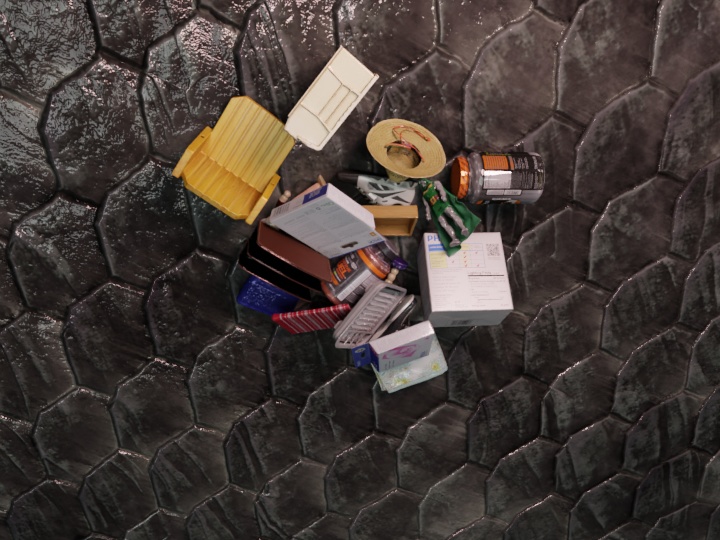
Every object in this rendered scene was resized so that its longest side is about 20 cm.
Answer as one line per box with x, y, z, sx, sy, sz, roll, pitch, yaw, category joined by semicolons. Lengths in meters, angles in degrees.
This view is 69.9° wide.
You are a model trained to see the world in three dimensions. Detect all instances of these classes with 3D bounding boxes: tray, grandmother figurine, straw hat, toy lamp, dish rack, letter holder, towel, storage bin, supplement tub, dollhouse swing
0.033;-0.121;1.252;0.198;0.099;0.037;0;68;-5;tray
-0.158;-0.143;1.247;0.199;0.061;0.122;-29;119;9;grandmother figurine
0.095;-0.251;1.183;0.199;0.202;0.085;11;140;-9;straw hat
0.057;0.060;1.344;0.058;0.058;0.201;21;108;-13;toy lamp
0.017;0.104;1.262;0.044;0.171;0.200;44;101;25;dish rack
-0.174;-0.005;1.201;0.199;0.142;0.101;29;107;-22;letter holder
-0.208;0.024;1.315;0.147;0.050;0.201;27;106;-22;towel
0.125;0.238;1.425;0.199;0.048;0.172;-22;112;3;towel
-0.067;-0.361;1.091;0.093;0.200;0.199;37;104;-16;storage bin
0.321;-0.219;1.223;0.198;0.123;0.124;0;112;-4;supplement tub
-0.110;0.121;1.299;0.198;0.145;0.023;-10;68;10;towel
0.000;0.000;1.288;0.200;0.107;0.107;-42;109;12;supplement tub
-0.265;-0.252;1.142;0.199;0.182;0.176;34;125;-16;dollhouse swing

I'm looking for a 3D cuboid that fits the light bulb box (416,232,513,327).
0.247;0.023;1.258;0.196;0.125;0.202;-1;67;-4;light bulb box

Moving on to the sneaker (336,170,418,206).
0.034;-0.189;1.235;0.198;0.074;0.089;10;108;-9;sneaker

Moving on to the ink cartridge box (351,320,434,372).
0.081;0.202;1.280;0.198;0.044;0.197;-20;157;-5;ink cartridge box

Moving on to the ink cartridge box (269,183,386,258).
-0.072;-0.106;1.182;0.199;0.041;0.200;-16;143;40;ink cartridge box

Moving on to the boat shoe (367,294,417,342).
0.094;0.141;1.322;0.060;0.076;0.200;39;128;0;boat shoe

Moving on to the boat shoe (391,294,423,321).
0.176;0.103;1.350;0.198;0.070;0.072;8;85;-1;boat shoe

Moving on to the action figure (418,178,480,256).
0.191;-0.147;1.217;0.054;0.201;0.118;6;135;-41;action figure
